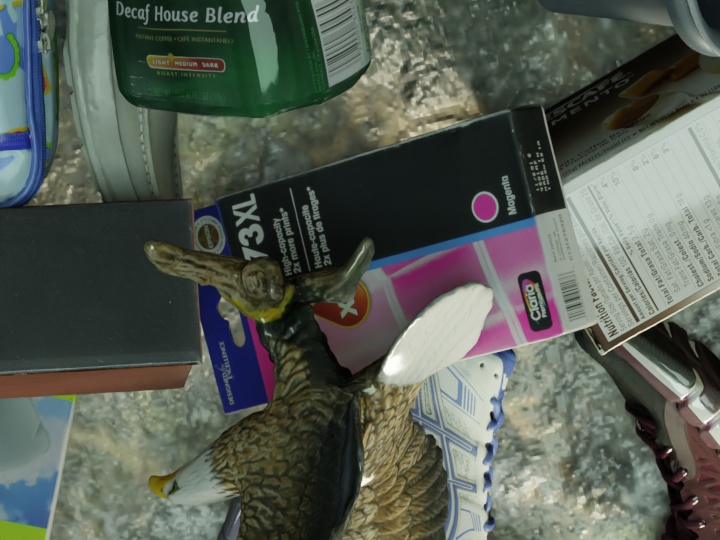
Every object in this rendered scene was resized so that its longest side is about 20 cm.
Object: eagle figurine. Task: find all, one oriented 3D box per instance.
[{"bbox_3d":[-0.026,0.096,0.988,0.151,0.151,0.201,-1,77,-25],"label":"eagle figurine"}]

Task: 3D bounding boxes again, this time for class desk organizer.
[{"bbox_3d":[-0.171,0.018,1.053,0.199,0.077,0.072,-3,78,-9],"label":"desk organizer"}]

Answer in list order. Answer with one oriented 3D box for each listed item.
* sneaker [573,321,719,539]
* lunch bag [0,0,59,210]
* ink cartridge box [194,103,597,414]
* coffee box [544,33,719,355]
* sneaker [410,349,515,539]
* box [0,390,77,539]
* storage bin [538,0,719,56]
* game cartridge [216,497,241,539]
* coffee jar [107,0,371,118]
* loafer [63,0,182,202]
[{"bbox_3d":[0.150,0.107,1.151,0.200,0.076,0.116,39,104,-14],"label":"sneaker"},{"bbox_3d":[-0.229,-0.093,1.060,0.199,0.082,0.162,-1,100,-1],"label":"lunch bag"},{"bbox_3d":[0.000,0.000,1.056,0.199,0.037,0.095,-15,89,35],"label":"ink cartridge box"},{"bbox_3d":[0.165,-0.060,1.081,0.199,0.114,0.080,-30,106,7],"label":"coffee box"},{"bbox_3d":[0.039,0.073,1.121,0.088,0.075,0.201,-24,94,-2],"label":"sneaker"},{"bbox_3d":[-0.194,0.090,1.101,0.121,0.048,0.201,11,79,-6],"label":"box"},{"bbox_3d":[0.127,-0.198,1.023,0.145,0.134,0.201,-28,109,-28],"label":"storage bin"},{"bbox_3d":[0.012,0.191,1.190,0.199,0.038,0.130,20,109,-8],"label":"game cartridge"},{"bbox_3d":[-0.059,-0.166,0.983,0.104,0.085,0.201,7,115,34],"label":"coffee jar"},{"bbox_3d":[-0.093,-0.114,1.075,0.069,0.070,0.201,-4,106,7],"label":"loafer"}]
